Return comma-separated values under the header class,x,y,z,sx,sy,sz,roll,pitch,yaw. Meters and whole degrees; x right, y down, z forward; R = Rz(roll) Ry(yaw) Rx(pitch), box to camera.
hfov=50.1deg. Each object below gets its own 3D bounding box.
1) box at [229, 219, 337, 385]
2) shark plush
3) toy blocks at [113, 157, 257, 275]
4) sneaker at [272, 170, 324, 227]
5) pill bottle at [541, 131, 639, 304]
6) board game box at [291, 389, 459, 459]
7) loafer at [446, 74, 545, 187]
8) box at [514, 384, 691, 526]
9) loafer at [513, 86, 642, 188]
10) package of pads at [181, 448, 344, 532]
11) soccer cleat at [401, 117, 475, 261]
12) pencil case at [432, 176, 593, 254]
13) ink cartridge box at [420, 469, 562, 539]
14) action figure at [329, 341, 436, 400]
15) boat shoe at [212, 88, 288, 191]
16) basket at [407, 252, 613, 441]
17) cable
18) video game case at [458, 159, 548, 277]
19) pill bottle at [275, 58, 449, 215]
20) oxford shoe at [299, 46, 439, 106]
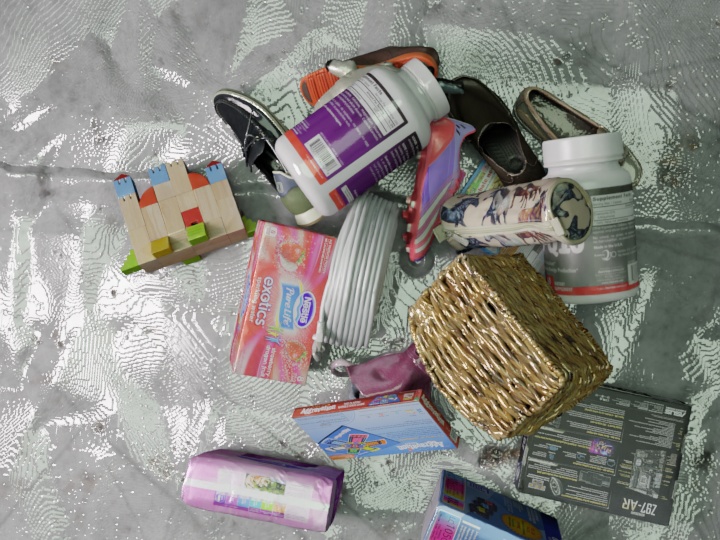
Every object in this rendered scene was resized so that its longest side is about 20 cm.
class,x,y,z,sx,sy,sz,roll,pitch,yaw
box,-0.105,0.041,1.030,0.102,0.095,0.201,12,92,-14
shark plush,0.033,-0.236,1.018,0.199,0.083,0.091,-16,55,4
toy blocks,-0.250,-0.089,1.074,0.199,0.100,0.137,-19,78,-5
sneaker,-0.032,-0.154,1.019,0.200,0.067,0.090,-45,115,-16
pill bottle,0.283,-0.066,0.965,0.113,0.114,0.201,-6,97,6
board game box,0.017,0.202,0.994,0.199,0.020,0.103,-14,127,33
loafer,0.175,-0.189,1.015,0.073,0.071,0.200,-38,69,8
box,0.317,0.232,1.018,0.199,0.044,0.161,11,90,7
loafer,0.288,-0.173,1.022,0.200,0.063,0.072,38,92,6
package of pads,-0.125,0.290,1.029,0.199,0.121,0.076,8,84,7
soccer cleat,0.100,-0.102,1.017,0.076,0.067,0.201,3,115,-7
pencil case,0.183,-0.063,0.929,0.089,0.199,0.078,-45,113,-28
ink cartridge box,0.181,0.345,0.985,0.199,0.136,0.077,24,97,6
action figure,0.084,0.120,1.034,0.200,0.134,0.149,-49,57,4
boat shoe,-0.135,-0.171,1.062,0.200,0.075,0.062,46,60,2
basket,0.171,0.092,0.917,0.143,0.149,0.200,-51,61,28
cable,0.000,0.000,0.982,0.069,0.200,0.201,14,114,2
video game case,0.232,-0.069,1.049,0.200,0.018,0.143,35,93,6
pill bottle,0.004,-0.163,0.922,0.200,0.112,0.113,-36,85,-1
oxford shoe,0.014,-0.267,1.064,0.199,0.073,0.071,-3,127,19
